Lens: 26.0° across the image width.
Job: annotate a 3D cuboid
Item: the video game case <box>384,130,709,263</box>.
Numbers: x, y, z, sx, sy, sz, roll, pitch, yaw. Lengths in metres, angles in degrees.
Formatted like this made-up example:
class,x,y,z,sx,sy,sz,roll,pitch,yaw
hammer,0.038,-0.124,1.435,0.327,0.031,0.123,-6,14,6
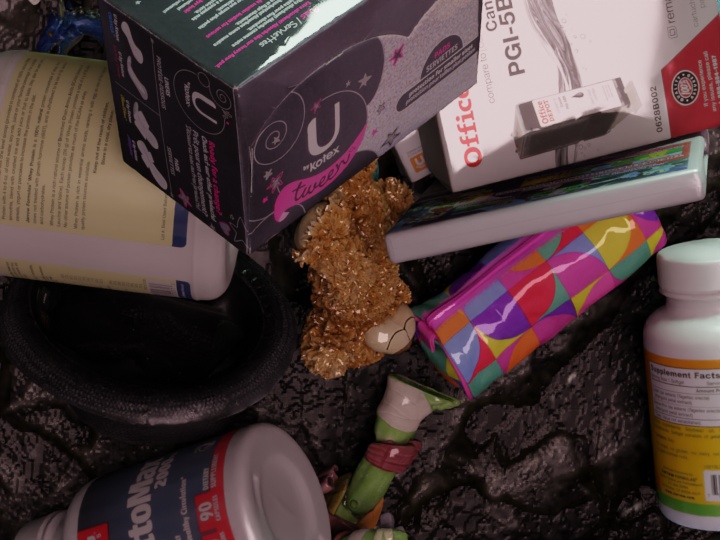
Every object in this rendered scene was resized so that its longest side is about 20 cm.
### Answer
class,x,y,z,sx,sy,sz,roll,pitch,yaw
video game case,0.129,-0.054,1.029,0.199,0.182,0.023,-11,102,16

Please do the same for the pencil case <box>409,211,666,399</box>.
class,x,y,z,sx,sy,sz,roll,pitch,yaw
pencil case,0.127,0.003,1.132,0.200,0.088,0.089,-41,106,-5

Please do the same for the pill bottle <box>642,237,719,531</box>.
class,x,y,z,sx,sy,sz,roll,pitch,yaw
pill bottle,0.269,0.082,1.164,0.110,0.111,0.201,-9,102,-12

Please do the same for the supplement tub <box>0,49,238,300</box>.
class,x,y,z,sx,sy,sz,roll,pitch,yaw
supplement tub,-0.176,-0.063,1.001,0.199,0.145,0.146,7,98,0

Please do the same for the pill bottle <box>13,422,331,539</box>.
class,x,y,z,sx,sy,sz,roll,pitch,yaw
pill bottle,-0.131,0.186,1.053,0.199,0.120,0.120,-21,106,21

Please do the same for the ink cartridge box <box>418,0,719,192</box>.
class,x,y,z,sx,sy,sz,roll,pitch,yaw
ink cartridge box,0.132,-0.147,1.036,0.199,0.083,0.148,-15,105,-4

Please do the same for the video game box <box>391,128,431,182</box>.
class,x,y,z,sx,sy,sz,roll,pitch,yaw
video game box,0.080,-0.187,1.086,0.199,0.047,0.183,-28,107,0

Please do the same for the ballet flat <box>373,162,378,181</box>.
class,x,y,z,sx,sy,sz,roll,pitch,yaw
ballet flat,-0.031,-0.136,1.053,0.069,0.070,0.201,-13,127,-11

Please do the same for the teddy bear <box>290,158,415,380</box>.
class,x,y,z,sx,sy,sz,roll,pitch,yaw
teddy bear,0.000,0.000,1.052,0.066,0.145,0.201,7,128,13

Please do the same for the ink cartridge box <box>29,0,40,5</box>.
class,x,y,z,sx,sy,sz,roll,pitch,yaw
ink cartridge box,-0.191,-0.294,1.022,0.200,0.048,0.146,-44,106,-3

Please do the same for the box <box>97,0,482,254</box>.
class,x,y,z,sx,sy,sz,roll,pitch,yaw
box,-0.032,-0.128,0.888,0.200,0.115,0.133,-37,148,-28

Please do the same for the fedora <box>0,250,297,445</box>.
class,x,y,z,sx,sy,sz,roll,pitch,yaw
fedora,-0.143,0.057,1.054,0.199,0.201,0.092,-5,134,-12

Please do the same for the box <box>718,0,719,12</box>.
class,x,y,z,sx,sy,sz,roll,pitch,yaw
box,0.209,-0.253,1.107,0.049,0.082,0.200,-40,106,-2

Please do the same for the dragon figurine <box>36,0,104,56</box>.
class,x,y,z,sx,sy,sz,roll,pitch,yaw
dragon figurine,-0.123,-0.182,1.029,0.200,0.059,0.099,-33,126,20

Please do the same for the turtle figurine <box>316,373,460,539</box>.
class,x,y,z,sx,sy,sz,roll,pitch,yaw
turtle figurine,0.033,0.183,1.113,0.144,0.199,0.195,23,90,-50
